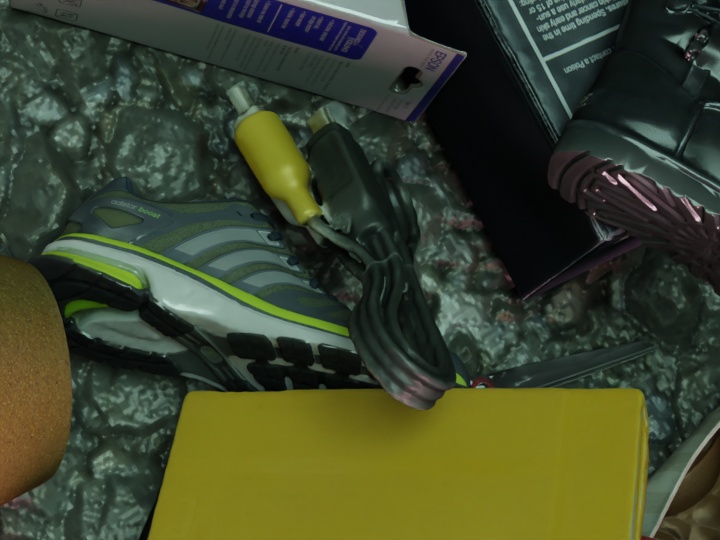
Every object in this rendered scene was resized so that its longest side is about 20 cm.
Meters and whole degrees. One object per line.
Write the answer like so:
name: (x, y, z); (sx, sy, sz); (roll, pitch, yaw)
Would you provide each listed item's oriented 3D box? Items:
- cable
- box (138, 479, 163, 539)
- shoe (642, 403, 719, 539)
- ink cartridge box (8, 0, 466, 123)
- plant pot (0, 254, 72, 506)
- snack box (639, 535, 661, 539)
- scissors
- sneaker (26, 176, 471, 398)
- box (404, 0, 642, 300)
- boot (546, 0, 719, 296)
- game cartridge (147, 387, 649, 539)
cable: (0.000, 0.000, 0.946); (0.050, 0.097, 0.200); (-37, 45, 17)
box: (-0.052, 0.201, 0.942); (0.144, 0.036, 0.201); (24, 71, -7)
shoe: (0.178, 0.096, 1.013); (0.200, 0.053, 0.070); (-40, 88, -19)
ink cartridge box: (-0.054, -0.123, 0.989); (0.199, 0.099, 0.039); (17, 72, -10)
plant pot: (-0.223, 0.052, 0.877); (0.199, 0.186, 0.187); (-4, 77, -29)
snack box: (0.104, 0.202, 0.846); (0.168, 0.068, 0.200); (11, 53, 24)
scissors: (0.044, 0.065, 1.012); (0.199, 0.014, 0.074); (2, 73, -14)
sneaker: (-0.043, 0.012, 0.966); (0.199, 0.074, 0.081); (22, 52, -2)
box: (0.127, -0.122, 1.019); (0.199, 0.123, 0.199); (-24, 82, -19)
boot: (0.188, -0.088, 0.933); (0.164, 0.066, 0.200); (32, 66, -7)
game cartridge: (0.010, 0.123, 0.877); (0.199, 0.033, 0.177); (-1, 48, 15)
